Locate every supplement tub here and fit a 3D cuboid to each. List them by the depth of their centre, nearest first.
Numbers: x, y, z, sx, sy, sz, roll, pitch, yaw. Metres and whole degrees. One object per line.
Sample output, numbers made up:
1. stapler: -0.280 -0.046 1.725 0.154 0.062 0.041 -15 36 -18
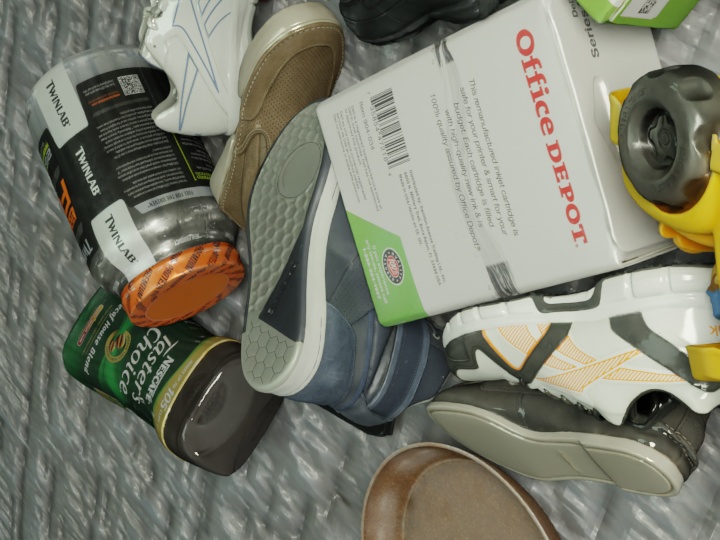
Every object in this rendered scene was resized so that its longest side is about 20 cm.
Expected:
1. supplement tub: -0.174 -0.065 0.986 0.123 0.122 0.201 -47 63 46

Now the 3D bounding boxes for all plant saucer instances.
1. plant saucer: 0.077 0.209 0.848 0.200 0.034 0.201 20 117 45

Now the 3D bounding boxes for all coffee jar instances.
1. coffee jar: -0.153 0.084 1.027 0.200 0.085 0.105 26 82 42

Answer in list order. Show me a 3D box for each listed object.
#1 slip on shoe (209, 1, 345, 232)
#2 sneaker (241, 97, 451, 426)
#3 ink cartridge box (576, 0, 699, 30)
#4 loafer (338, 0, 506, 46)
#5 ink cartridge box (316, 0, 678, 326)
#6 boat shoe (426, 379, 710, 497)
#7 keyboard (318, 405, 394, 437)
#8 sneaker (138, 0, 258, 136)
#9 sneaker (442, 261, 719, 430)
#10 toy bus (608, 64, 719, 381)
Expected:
1. slip on shoe: -0.053 -0.096 0.872 0.061 0.076 0.200 59 141 26
2. sneaker: -0.001 0.001 0.822 0.077 0.146 0.203 -16 59 43
3. ink cartridge box: 0.149 -0.236 0.590 0.148 0.076 0.200 55 128 23
4. loafer: 0.031 -0.175 0.718 0.071 0.068 0.200 53 166 -16
5. ink cartridge box: 0.080 -0.060 0.718 0.200 0.084 0.146 -17 89 51
6. boat shoe: 0.122 0.088 0.750 0.200 0.057 0.067 4 141 53
7. keyboard: -0.011 0.013 0.902 0.127 0.021 0.201 26 120 36
8. sneaker: -0.115 -0.183 0.886 0.075 0.087 0.201 -122 28 -64
9. sneaker: 0.117 0.049 0.675 0.200 0.073 0.080 -16 79 52
10. toy bus: 0.200 0.010 0.534 0.200 0.135 0.193 -147 53 -61
